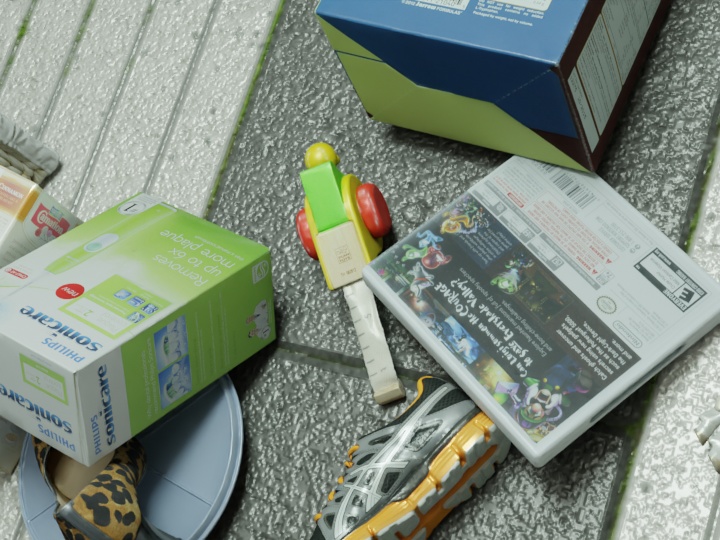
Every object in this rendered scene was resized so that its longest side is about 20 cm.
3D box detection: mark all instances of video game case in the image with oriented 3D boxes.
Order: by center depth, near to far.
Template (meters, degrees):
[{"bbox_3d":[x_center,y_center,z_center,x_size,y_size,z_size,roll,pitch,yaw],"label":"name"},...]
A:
[{"bbox_3d":[0.128,0.014,1.066,0.181,0.023,0.200,-36,58,-13],"label":"video game case"}]

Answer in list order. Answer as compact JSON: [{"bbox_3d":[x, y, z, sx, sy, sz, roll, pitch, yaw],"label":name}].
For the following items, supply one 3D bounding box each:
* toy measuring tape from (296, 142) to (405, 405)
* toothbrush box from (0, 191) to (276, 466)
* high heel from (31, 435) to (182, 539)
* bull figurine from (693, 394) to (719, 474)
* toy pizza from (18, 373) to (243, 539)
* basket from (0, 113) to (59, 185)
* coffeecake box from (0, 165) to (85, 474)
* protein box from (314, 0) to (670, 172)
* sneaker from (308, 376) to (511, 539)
[{"bbox_3d":[0.000,0.000,1.145,0.073,0.073,0.203,-20,84,14],"label":"toy measuring tape"},{"bbox_3d":[-0.180,0.037,1.118,0.144,0.087,0.199,23,41,33],"label":"toothbrush box"},{"bbox_3d":[-0.208,0.136,1.080,0.072,0.143,0.200,-47,58,-1],"label":"high heel"},{"bbox_3d":[0.292,0.137,0.940,0.120,0.065,0.202,-26,60,8],"label":"bull figurine"},{"bbox_3d":[-0.175,0.144,1.165,0.198,0.032,0.203,-10,64,21],"label":"toy pizza"},{"bbox_3d":[-0.404,-0.108,1.278,0.197,0.200,0.162,30,84,31],"label":"basket"},{"bbox_3d":[-0.287,0.037,1.188,0.072,0.154,0.202,24,79,29],"label":"coffeecake box"},{"bbox_3d":[0.109,-0.210,1.115,0.196,0.135,0.202,16,68,28],"label":"protein box"},{"bbox_3d":[0.013,0.157,1.054,0.200,0.079,0.077,-41,59,-10],"label":"sneaker"}]
